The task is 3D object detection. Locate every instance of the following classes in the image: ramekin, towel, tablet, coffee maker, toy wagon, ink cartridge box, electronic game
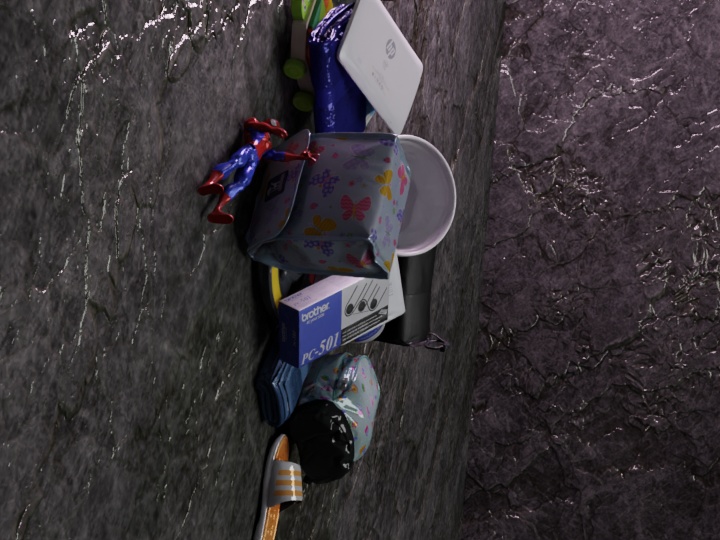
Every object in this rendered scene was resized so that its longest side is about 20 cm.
[{"bbox_3d":[0.055,-0.124,1.879,0.105,0.198,0.203,1,-99,62],"label":"ramekin"},{"bbox_3d":[-0.037,-0.265,1.580,0.148,0.049,0.202,-55,150,-48],"label":"towel"},{"bbox_3d":[0.032,-0.301,1.590,0.200,0.013,0.132,47,57,-51],"label":"tablet"},{"bbox_3d":[0.089,0.031,2.079,0.135,0.189,0.203,-32,128,-72],"label":"coffee maker"},{"bbox_3d":[-0.070,-0.333,1.573,0.201,0.039,0.157,75,26,-57],"label":"toy wagon"},{"bbox_3d":[-0.036,0.059,1.613,0.199,0.044,0.095,-25,127,-43],"label":"ink cartridge box"},{"bbox_3d":[-0.099,-0.022,1.597,0.200,0.041,0.203,5,90,-73],"label":"electronic game"},{"bbox_3d":[-0.101,0.130,1.668,0.113,0.048,0.201,84,19,-45],"label":"towel"}]

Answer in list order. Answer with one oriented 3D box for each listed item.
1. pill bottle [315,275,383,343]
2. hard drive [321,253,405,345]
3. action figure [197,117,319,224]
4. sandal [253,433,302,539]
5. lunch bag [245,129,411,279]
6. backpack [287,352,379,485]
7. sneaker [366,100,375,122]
[{"bbox_3d":[-0.015,0.058,1.848,0.200,0.110,0.114,58,42,-68],"label":"pill bottle"},{"bbox_3d":[0.000,0.000,1.694,0.131,0.026,0.203,-25,121,-27],"label":"hard drive"},{"bbox_3d":[-0.119,-0.136,1.368,0.201,0.097,0.066,-69,153,-51],"label":"action figure"},{"bbox_3d":[-0.118,0.358,1.693,0.079,0.058,0.210,38,60,-74],"label":"sandal"},{"bbox_3d":[-0.049,-0.089,1.459,0.127,0.197,0.172,59,41,-55],"label":"lunch bag"},{"bbox_3d":[-0.042,0.224,1.784,0.201,0.125,0.169,-71,156,-56],"label":"backpack"},{"bbox_3d":[-0.001,-0.273,1.712,0.200,0.076,0.081,-50,-165,41],"label":"sneaker"}]
